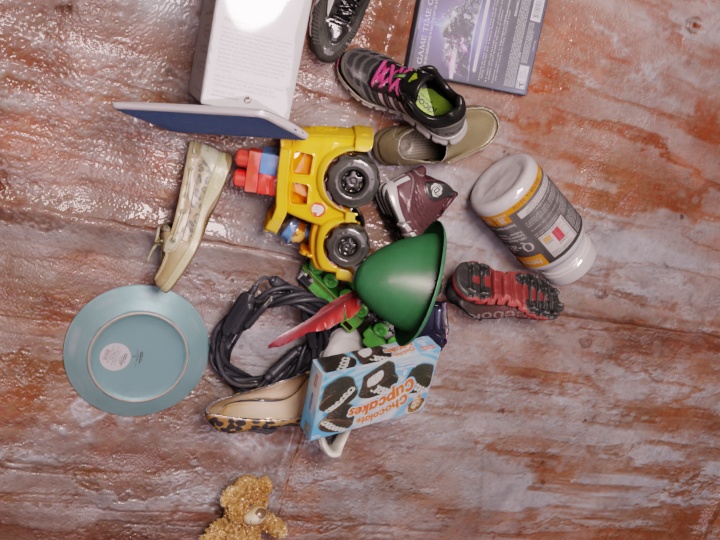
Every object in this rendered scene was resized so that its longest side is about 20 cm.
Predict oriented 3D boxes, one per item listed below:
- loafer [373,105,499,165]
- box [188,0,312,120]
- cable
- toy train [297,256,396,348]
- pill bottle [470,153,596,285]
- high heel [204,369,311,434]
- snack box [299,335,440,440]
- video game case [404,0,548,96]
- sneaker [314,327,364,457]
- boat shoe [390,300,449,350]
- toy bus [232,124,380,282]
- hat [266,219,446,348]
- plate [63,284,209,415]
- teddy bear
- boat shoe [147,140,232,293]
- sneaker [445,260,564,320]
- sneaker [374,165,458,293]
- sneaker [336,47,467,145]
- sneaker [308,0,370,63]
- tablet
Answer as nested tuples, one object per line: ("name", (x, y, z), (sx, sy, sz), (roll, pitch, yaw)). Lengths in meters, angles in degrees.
("loafer", (0.119, -0.187, 1.014), (0.198, 0.067, 0.077), (-19, 113, -13))
("box", (-0.131, -0.295, 0.841), (0.105, 0.152, 0.202), (8, 105, -21))
("cable", (-0.129, 0.102, 1.027), (0.162, 0.051, 0.201), (19, 114, -30))
("toy train", (-0.014, 0.055, 1.036), (0.200, 0.042, 0.056), (44, 115, -6))
("pill bottle", (0.268, -0.073, 1.080), (0.116, 0.116, 0.200), (-47, 116, 0))
("high heel", (-0.117, 0.180, 1.000), (0.199, 0.072, 0.142), (-33, 146, 23))
("snack box", (0.016, 0.165, 1.002), (0.198, 0.037, 0.117), (-8, 124, -33))
("video game case", (0.167, -0.339, 1.008), (0.198, 0.019, 0.144), (5, 106, -20))
("sneaker", (-0.027, 0.187, 1.071), (0.074, 0.100, 0.202), (6, 104, -19))
("boat shoe", (0.086, 0.132, 1.088), (0.092, 0.075, 0.202), (6, 109, 17))
("toy bus", (-0.076, -0.098, 0.949), (0.190, 0.136, 0.202), (5, 109, -7))
("hat", (0.000, 0.000, 0.909), (0.174, 0.201, 0.166), (18, 131, -10))
("plate", (-0.310, 0.118, 0.987), (0.198, 0.026, 0.202), (-7, 111, -18))
("teddy bear", (-0.188, 0.424, 1.111), (0.144, 0.067, 0.201), (29, 97, -28))
("boat shoe", (-0.234, -0.070, 0.931), (0.062, 0.073, 0.202), (23, 88, -19))
("sneaker", (0.221, 0.042, 1.114), (0.199, 0.098, 0.071), (13, 64, -17))
("sneaker", (0.108, -0.064, 1.051), (0.115, 0.076, 0.201), (-34, 119, -15))
("sneaker", (0.060, -0.243, 0.931), (0.199, 0.087, 0.074), (33, 77, 3))
("sneaker", (-0.009, -0.362, 0.894), (0.066, 0.091, 0.201), (23, 98, -19))
("tablet", (-0.173, -0.177, 0.832), (0.198, 0.130, 0.014), (8, 91, 18))
